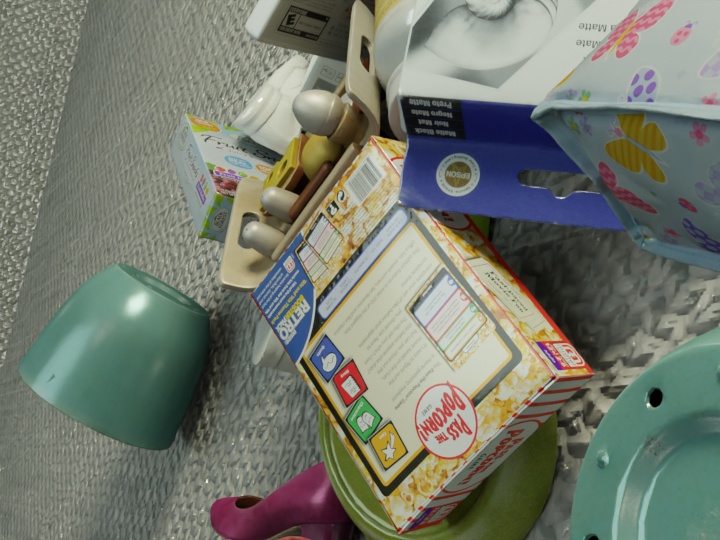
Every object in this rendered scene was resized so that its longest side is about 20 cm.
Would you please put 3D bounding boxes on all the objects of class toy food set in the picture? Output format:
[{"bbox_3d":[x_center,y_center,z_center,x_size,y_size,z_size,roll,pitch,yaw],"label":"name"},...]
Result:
[{"bbox_3d":[-0.049,-0.095,0.759,0.200,0.060,0.144,-50,23,33],"label":"toy food set"}]

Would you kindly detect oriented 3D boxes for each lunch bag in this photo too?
[{"bbox_3d":[0.198,-0.079,0.400,0.170,0.127,0.200,-48,21,-8],"label":"lunch bag"}]

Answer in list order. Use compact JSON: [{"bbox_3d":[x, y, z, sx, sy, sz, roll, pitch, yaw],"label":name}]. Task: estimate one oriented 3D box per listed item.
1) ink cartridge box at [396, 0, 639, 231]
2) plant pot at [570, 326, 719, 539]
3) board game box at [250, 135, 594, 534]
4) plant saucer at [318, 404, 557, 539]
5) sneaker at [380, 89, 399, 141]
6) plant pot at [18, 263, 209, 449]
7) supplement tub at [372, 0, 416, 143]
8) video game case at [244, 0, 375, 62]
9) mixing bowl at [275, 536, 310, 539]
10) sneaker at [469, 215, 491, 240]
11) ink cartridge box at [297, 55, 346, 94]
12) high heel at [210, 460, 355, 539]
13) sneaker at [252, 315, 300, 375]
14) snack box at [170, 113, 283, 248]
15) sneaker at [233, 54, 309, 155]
[{"bbox_3d":[0.125,-0.126,0.568,0.041,0.199,0.200,38,-120,-70],"label":"ink cartridge box"},{"bbox_3d":[0.175,0.101,0.350,0.201,0.161,0.201,-39,43,48],"label":"plant pot"},{"bbox_3d":[0.028,0.038,0.628,0.152,0.046,0.200,-50,58,27],"label":"board game box"},{"bbox_3d":[0.038,0.105,0.668,0.200,0.031,0.200,-3,85,41],"label":"plant saucer"},{"bbox_3d":[0.011,-0.089,0.869,0.146,0.077,0.202,-96,25,-53],"label":"sneaker"},{"bbox_3d":[-0.271,0.090,1.170,0.161,0.200,0.201,-59,28,0],"label":"plant pot"},{"bbox_3d":[0.082,-0.191,0.703,0.145,0.145,0.200,-35,47,52],"label":"supplement tub"},{"bbox_3d":[0.016,-0.254,0.811,0.023,0.200,0.182,45,115,25],"label":"video game case"},{"bbox_3d":[-0.025,0.294,0.671,0.200,0.108,0.200,-39,38,38],"label":"mixing bowl"},{"bbox_3d":[0.044,0.018,0.733,0.074,0.081,0.200,-32,48,53],"label":"sneaker"},{"bbox_3d":[0.000,-0.272,1.009,0.160,0.047,0.200,126,165,-55],"label":"ink cartridge box"},{"bbox_3d":[-0.071,0.195,0.862,0.200,0.067,0.096,0,86,57],"label":"high heel"},{"bbox_3d":[0.000,0.000,0.794,0.074,0.115,0.200,-110,41,-67],"label":"sneaker"},{"bbox_3d":[-0.108,-0.084,1.011,0.053,0.142,0.200,-63,28,21],"label":"snack box"},{"bbox_3d":[-0.076,-0.170,1.082,0.075,0.088,0.200,-43,14,26],"label":"sneaker"}]
